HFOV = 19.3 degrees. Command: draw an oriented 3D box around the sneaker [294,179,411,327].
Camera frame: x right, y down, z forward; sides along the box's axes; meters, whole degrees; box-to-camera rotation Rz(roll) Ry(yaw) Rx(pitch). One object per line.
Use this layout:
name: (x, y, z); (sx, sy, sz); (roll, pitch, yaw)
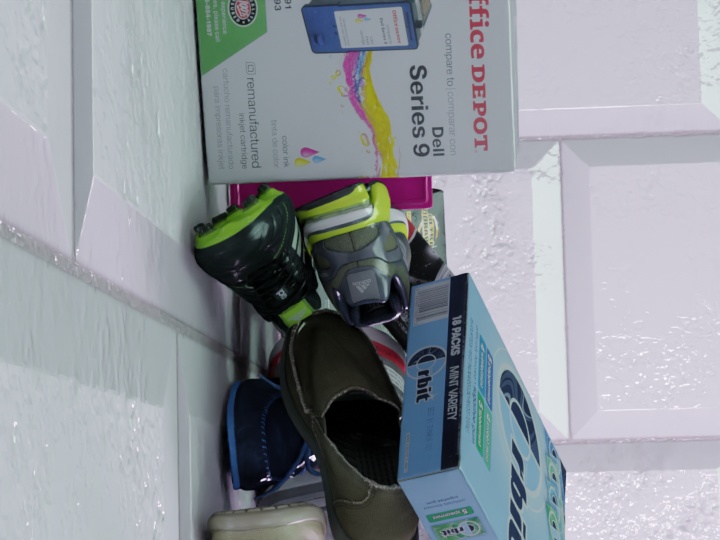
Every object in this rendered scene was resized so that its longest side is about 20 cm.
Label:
sneaker: (0.000, 0.000, 1.404); (0.200, 0.074, 0.081); (40, 35, -78)

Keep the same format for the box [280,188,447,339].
box: (0.005, 0.039, 1.769); (0.159, 0.049, 0.201); (-14, 105, -45)

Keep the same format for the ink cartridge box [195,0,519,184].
ink cartridge box: (0.001, -0.135, 1.349); (0.088, 0.199, 0.146); (-74, 162, -77)

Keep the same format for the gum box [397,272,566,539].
gum box: (0.082, 0.132, 1.364); (0.170, 0.044, 0.200); (-85, 153, -47)

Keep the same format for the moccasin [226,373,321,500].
moccasin: (-0.050, 0.102, 1.454); (0.200, 0.068, 0.081); (-59, 147, -78)

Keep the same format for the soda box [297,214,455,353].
soda box: (0.008, -0.022, 1.640); (0.200, 0.063, 0.071); (50, -5, 12)

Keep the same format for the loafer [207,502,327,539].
loafer: (-0.053, 0.197, 1.326); (0.200, 0.075, 0.069); (81, 3, -67)

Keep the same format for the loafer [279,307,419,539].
loafer: (0.001, 0.092, 1.350); (0.070, 0.075, 0.200); (105, -27, -42)

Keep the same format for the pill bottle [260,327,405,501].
pill bottle: (-0.019, 0.148, 1.591); (0.111, 0.110, 0.201); (83, 6, -53)

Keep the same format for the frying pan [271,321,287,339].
frying pan: (-0.039, 0.047, 1.536); (0.115, 0.031, 0.190); (51, 2, 8)

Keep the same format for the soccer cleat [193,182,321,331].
soccer cleat: (-0.057, -0.005, 1.322); (0.081, 0.067, 0.200); (58, 2, 3)

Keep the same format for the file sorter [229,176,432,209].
file sorter: (-0.023, -0.145, 1.498); (0.125, 0.138, 0.201); (-83, 170, -85)

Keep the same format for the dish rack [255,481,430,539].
dish rack: (0.002, 0.213, 1.479); (0.044, 0.171, 0.201); (-113, -162, -50)
